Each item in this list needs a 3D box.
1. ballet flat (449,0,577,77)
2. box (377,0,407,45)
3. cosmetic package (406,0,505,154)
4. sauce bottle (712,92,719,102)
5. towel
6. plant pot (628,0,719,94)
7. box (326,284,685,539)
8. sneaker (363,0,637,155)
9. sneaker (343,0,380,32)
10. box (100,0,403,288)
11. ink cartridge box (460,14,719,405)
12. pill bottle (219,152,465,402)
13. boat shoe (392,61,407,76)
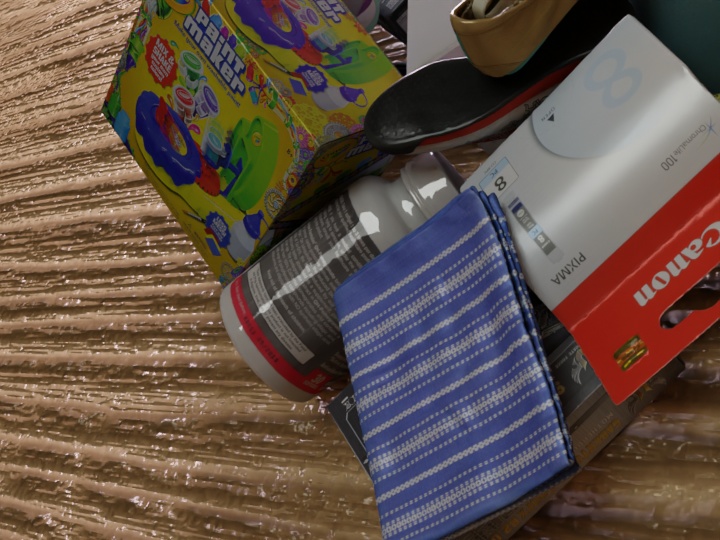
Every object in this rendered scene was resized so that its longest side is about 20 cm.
[{"bbox_3d":[0.133,-0.213,0.678,0.200,0.063,0.069,-51,40,5],"label":"ballet flat"},{"bbox_3d":[0.075,-0.329,1.052,0.200,0.051,0.158,-46,38,5],"label":"box"},{"bbox_3d":[0.100,-0.211,0.877,0.081,0.113,0.201,-27,41,35],"label":"cosmetic package"},{"bbox_3d":[0.221,-0.081,0.691,0.199,0.066,0.067,-6,55,39],"label":"sauce bottle"},{"bbox_3d":[0.048,0.060,0.661,0.144,0.024,0.201,-35,51,29],"label":"towel"},{"bbox_3d":[0.258,-0.221,0.717,0.199,0.135,0.201,-26,43,27],"label":"plant pot"},{"bbox_3d":[0.087,0.078,0.703,0.200,0.048,0.159,-46,39,4],"label":"box"},{"bbox_3d":[0.108,-0.110,0.762,0.200,0.108,0.068,-25,56,6],"label":"sneaker"},{"bbox_3d":[-0.089,-0.239,0.941,0.198,0.140,0.078,-21,70,6],"label":"sneaker"},{"bbox_3d":[-0.084,-0.129,0.853,0.201,0.121,0.193,53,138,14],"label":"box"},{"bbox_3d":[0.158,-0.043,0.644,0.160,0.047,0.201,-45,36,17],"label":"ink cartridge box"},{"bbox_3d":[0.000,0.000,0.803,0.199,0.111,0.111,-38,39,14],"label":"pill bottle"},{"bbox_3d":[0.011,-0.153,0.952,0.199,0.068,0.072,9,65,51],"label":"boat shoe"}]
